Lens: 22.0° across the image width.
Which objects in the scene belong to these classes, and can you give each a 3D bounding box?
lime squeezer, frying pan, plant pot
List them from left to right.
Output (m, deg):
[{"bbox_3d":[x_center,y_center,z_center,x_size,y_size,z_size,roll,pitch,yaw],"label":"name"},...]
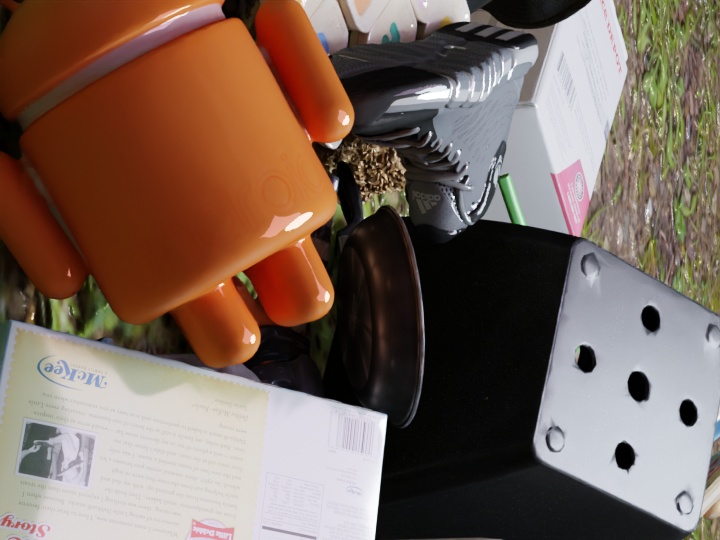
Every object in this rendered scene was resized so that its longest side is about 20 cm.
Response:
[{"bbox_3d":[0.003,-0.008,0.974,0.115,0.031,0.191,108,-27,-56],"label":"frying pan"},{"bbox_3d":[0.107,0.079,1.115,0.199,0.177,0.201,28,64,-30],"label":"plant pot"},{"bbox_3d":[0.134,0.015,1.281,0.200,0.038,0.071,55,41,-51],"label":"lime squeezer"}]

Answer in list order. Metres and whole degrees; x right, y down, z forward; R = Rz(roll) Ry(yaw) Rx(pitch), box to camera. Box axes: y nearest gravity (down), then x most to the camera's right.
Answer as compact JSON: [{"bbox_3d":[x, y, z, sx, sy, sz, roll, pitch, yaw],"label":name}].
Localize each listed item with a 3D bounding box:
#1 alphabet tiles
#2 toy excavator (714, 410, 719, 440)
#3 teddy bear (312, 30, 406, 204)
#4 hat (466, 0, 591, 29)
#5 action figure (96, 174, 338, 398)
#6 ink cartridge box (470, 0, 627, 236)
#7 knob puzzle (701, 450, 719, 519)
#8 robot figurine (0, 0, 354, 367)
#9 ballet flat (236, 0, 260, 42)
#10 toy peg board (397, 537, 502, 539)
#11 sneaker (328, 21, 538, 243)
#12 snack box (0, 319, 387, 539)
[{"bbox_3d":[0.014,-0.172,0.996,0.196,0.015,0.200,-57,146,-28],"label":"alphabet tiles"},{"bbox_3d":[0.211,0.103,1.286,0.100,0.195,0.200,44,39,3],"label":"toy excavator"},{"bbox_3d":[-0.006,-0.115,1.086,0.146,0.067,0.200,-69,159,-1],"label":"teddy bear"},{"bbox_3d":[0.052,-0.205,1.145,0.081,0.200,0.201,-52,141,-22],"label":"hat"},{"bbox_3d":[-0.060,0.045,0.939,0.200,0.104,0.195,38,45,-65],"label":"action figure"},{"bbox_3d":[0.134,-0.139,1.407,0.147,0.082,0.201,66,33,-42],"label":"ink cartridge box"},{"bbox_3d":[0.191,0.186,1.241,0.030,0.220,0.220,51,26,5],"label":"knob puzzle"},{"bbox_3d":[-0.085,-0.057,0.820,0.201,0.143,0.117,60,24,-3],"label":"robot figurine"},{"bbox_3d":[-0.026,-0.218,1.049,0.201,0.072,0.072,-53,146,-11],"label":"ballet flat"},{"bbox_3d":[-0.022,0.240,0.966,0.199,0.097,0.201,7,83,-47],"label":"toy peg board"},{"bbox_3d":[0.037,-0.064,0.996,0.200,0.075,0.116,-23,125,-55],"label":"sneaker"},{"bbox_3d":[-0.083,0.103,0.834,0.199,0.037,0.117,17,70,-30],"label":"snack box"}]
